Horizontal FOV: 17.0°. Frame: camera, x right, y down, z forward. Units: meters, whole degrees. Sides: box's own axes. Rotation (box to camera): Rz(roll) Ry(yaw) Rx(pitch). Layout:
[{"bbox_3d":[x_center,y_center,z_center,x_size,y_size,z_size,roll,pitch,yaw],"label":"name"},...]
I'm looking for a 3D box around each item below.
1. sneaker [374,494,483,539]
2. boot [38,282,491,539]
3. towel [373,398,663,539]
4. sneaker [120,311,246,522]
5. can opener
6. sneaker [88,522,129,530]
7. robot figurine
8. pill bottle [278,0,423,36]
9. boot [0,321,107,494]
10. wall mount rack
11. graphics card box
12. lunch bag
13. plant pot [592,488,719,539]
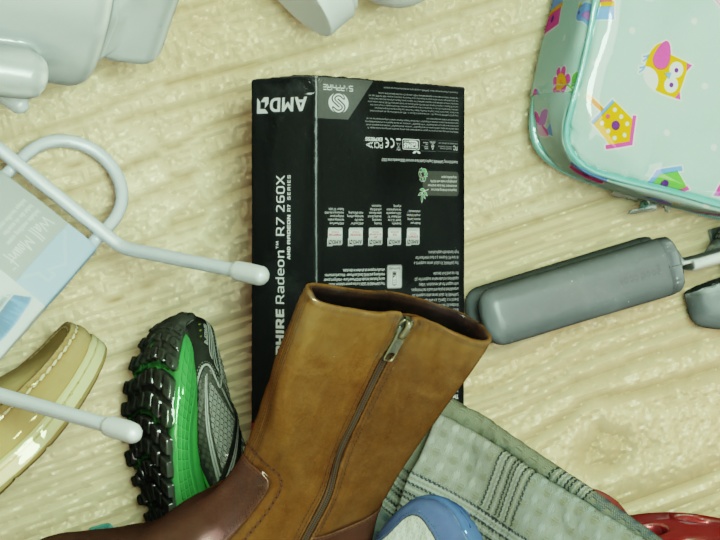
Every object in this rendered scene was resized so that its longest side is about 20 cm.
[{"bbox_3d":[-0.004,0.200,1.155,0.088,0.075,0.201,22,90,-48],"label":"sneaker"},{"bbox_3d":[-0.053,0.093,1.139,0.188,0.069,0.200,10,125,-27],"label":"boot"},{"bbox_3d":[0.053,0.180,1.186,0.034,0.200,0.193,17,101,-47],"label":"towel"},{"bbox_3d":[-0.071,0.116,1.268,0.085,0.078,0.201,-17,104,-21],"label":"sneaker"},{"bbox_3d":[0.159,0.016,1.333,0.199,0.053,0.067,-16,94,-13],"label":"can opener"},{"bbox_3d":[-0.186,0.206,1.233,0.199,0.078,0.091,-20,105,-9],"label":"sneaker"},{"bbox_3d":[-0.191,-0.155,1.201,0.199,0.113,0.170,7,49,-15],"label":"robot figurine"},{"bbox_3d":[0.032,-0.214,1.263,0.200,0.111,0.111,-44,101,-11],"label":"pill bottle"},{"bbox_3d":[-0.242,0.060,1.215,0.200,0.073,0.156,-42,100,-8],"label":"boot"},{"bbox_3d":[-0.154,0.005,1.191,0.174,0.075,0.200,37,55,1],"label":"wall mount rack"},{"bbox_3d":[0.000,0.000,1.261,0.125,0.051,0.201,-2,93,-49],"label":"graphics card box"},{"bbox_3d":[0.186,-0.126,1.325,0.160,0.077,0.201,14,87,-17],"label":"lunch bag"},{"bbox_3d":[0.151,0.219,1.245,0.200,0.182,0.201,-17,113,-48],"label":"plant pot"}]
